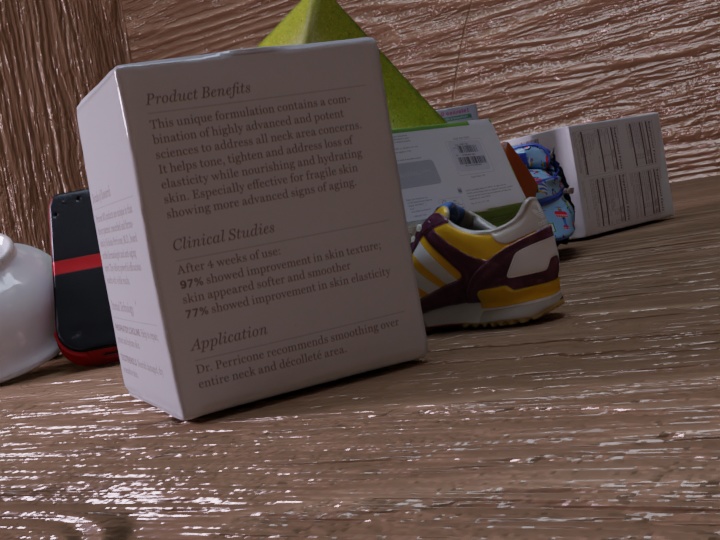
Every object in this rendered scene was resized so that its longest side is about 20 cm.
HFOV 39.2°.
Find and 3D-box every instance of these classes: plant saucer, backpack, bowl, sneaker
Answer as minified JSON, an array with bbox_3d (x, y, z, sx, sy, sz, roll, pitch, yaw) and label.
[{"bbox_3d":[-0.038,-0.119,0.934,0.199,0.200,0.048,-35,17,38],"label":"plant saucer"},{"bbox_3d":[0.163,-0.073,1.192,0.180,0.137,0.200,-10,7,12],"label":"backpack"},{"bbox_3d":[-0.371,0.025,0.978,0.198,0.092,0.202,-6,29,3],"label":"bowl"},{"bbox_3d":[0.053,-0.003,0.755,0.197,0.092,0.075,-8,4,27],"label":"sneaker"}]

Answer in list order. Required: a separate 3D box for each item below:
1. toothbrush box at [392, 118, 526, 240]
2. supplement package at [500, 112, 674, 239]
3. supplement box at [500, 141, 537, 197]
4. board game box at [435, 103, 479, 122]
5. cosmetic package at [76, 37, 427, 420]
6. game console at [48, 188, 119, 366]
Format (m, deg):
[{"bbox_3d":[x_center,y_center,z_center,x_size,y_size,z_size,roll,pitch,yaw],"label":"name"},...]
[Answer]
[{"bbox_3d":[0.022,-0.037,0.868,0.144,0.087,0.200,-12,-20,-34],"label":"toothbrush box"},{"bbox_3d":[0.319,-0.130,1.447,0.198,0.153,0.151,-13,4,-36],"label":"supplement package"},{"bbox_3d":[0.089,-0.055,1.085,0.199,0.069,0.067,-27,23,32],"label":"supplement box"},{"bbox_3d":[0.092,-0.105,1.330,0.145,0.203,0.064,-10,5,-12],"label":"board game box"},{"bbox_3d":[-0.076,-0.028,0.658,0.165,0.203,0.166,-11,4,-23],"label":"cosmetic package"},{"bbox_3d":[-0.195,-0.008,0.959,0.197,0.179,0.031,-10,-26,-1],"label":"game console"}]
